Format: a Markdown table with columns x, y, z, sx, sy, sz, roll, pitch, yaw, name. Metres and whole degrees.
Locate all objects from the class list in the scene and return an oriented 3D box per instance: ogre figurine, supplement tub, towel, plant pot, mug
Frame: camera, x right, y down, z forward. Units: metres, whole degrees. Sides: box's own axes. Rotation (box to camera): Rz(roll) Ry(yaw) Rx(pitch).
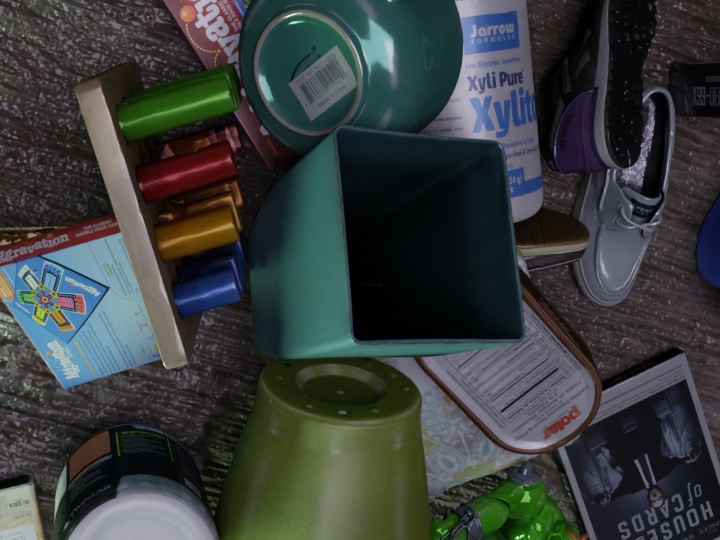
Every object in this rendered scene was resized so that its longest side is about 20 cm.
| x | y | z | sx | sy | sz | roll | pitch | yaw | name |
| --- | --- | --- | --- | --- | --- | --- | --- | --- | --- |
| 0.134 | 0.248 | 1.058 | 0.120 | 0.098 | 0.201 | -42 | 111 | -9 | ogre figurine |
| 0.077 | -0.141 | 0.966 | 0.130 | 0.132 | 0.204 | -10 | 102 | -12 | supplement tub |
| 0.086 | 0.093 | 1.019 | 0.169 | 0.048 | 0.202 | -22 | 118 | 4 | towel |
| 0.000 | 0.000 | 0.871 | 0.139 | 0.199 | 0.144 | 1 | 76 | -30 | plant pot |
| -0.012 | -0.169 | 0.852 | 0.150 | 0.114 | 0.188 | 15 | 117 | 21 | mug |
| -0.176 | 0.194 | 0.921 | 0.120 | 0.200 | 0.125 | -2 | 100 | -12 | supplement tub |
| -0.026 | 0.176 | 0.939 | 0.197 | 0.201 | 0.196 | 3 | 109 | -14 | plant pot |

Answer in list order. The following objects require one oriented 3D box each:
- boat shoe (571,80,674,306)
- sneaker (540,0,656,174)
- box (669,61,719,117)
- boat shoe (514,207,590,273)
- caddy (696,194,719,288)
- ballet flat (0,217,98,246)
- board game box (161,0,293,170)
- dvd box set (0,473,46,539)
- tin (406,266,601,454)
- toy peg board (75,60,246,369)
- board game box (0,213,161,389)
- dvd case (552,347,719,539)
| x | y | z | sx | sy | sz | roll | pitch | yaw | name |
| --- | --- | --- | --- | --- | --- | --- | --- | --- | --- |
| 0.234 | -0.066 | 1.047 | 0.069 | 0.071 | 0.205 | 6 | 97 | -14 | boat shoe |
| 0.194 | -0.180 | 1.019 | 0.075 | 0.087 | 0.203 | 30 | 65 | -42 | sneaker |
| 0.391 | -0.154 | 1.028 | 0.196 | 0.158 | 0.051 | -1 | 99 | -13 | box |
| 0.100 | -0.011 | 1.029 | 0.196 | 0.074 | 0.066 | -4 | 121 | -6 | boat shoe |
| 0.400 | -0.036 | 1.074 | 0.140 | 0.105 | 0.202 | 31 | 91 | -15 | caddy |
| -0.249 | -0.005 | 0.941 | 0.196 | 0.065 | 0.072 | -5 | 98 | -14 | ballet flat |
| -0.087 | -0.195 | 0.967 | 0.102 | 0.019 | 0.202 | -34 | 105 | -5 | board game box |
| -0.322 | 0.283 | 0.987 | 0.144 | 0.029 | 0.204 | -12 | 101 | -12 | dvd box set |
| 0.116 | 0.071 | 0.964 | 0.111 | 0.042 | 0.200 | -37 | 116 | 17 | tin |
| -0.120 | -0.061 | 0.885 | 0.096 | 0.200 | 0.202 | -16 | 104 | 1 | toy peg board |
| -0.205 | 0.028 | 0.903 | 0.101 | 0.201 | 0.020 | -18 | 62 | -6 | board game box |
| 0.267 | 0.194 | 1.122 | 0.148 | 0.025 | 0.203 | -24 | 103 | -9 | dvd case |
